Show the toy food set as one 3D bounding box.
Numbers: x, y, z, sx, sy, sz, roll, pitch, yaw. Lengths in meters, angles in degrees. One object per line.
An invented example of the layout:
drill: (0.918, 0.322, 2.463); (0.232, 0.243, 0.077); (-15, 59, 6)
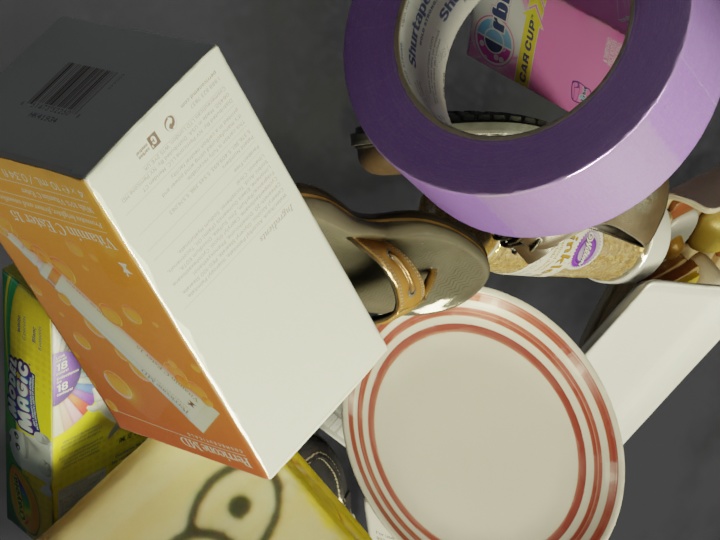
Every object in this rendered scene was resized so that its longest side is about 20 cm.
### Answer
toy food set: (0.237, -0.003, 1.891); (0.143, 0.060, 0.200); (-26, 152, -39)

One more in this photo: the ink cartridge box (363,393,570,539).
ink cartridge box: (0.077, 0.175, 1.813); (0.146, 0.084, 0.200); (-54, 151, -36)

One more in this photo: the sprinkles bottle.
sprinkles bottle: (0.116, -0.028, 1.734); (0.200, 0.068, 0.068); (3, 114, -54)

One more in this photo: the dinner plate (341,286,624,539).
dinner plate: (0.073, 0.104, 1.704); (0.200, 0.200, 0.024); (-30, 174, -36)

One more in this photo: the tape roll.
tape roll: (0.094, -0.122, 1.499); (0.200, 0.200, 0.066); (-55, 148, -4)

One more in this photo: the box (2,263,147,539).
box: (-0.134, 0.045, 1.483); (0.117, 0.048, 0.200); (-28, 140, -36)

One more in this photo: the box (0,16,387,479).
box: (-0.095, -0.011, 1.356); (0.098, 0.124, 0.200); (-47, 127, -25)

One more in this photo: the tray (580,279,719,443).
tray: (0.172, 0.067, 1.865); (0.107, 0.022, 0.200); (5, 137, -38)

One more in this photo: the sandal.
sandal: (0.000, 0.000, 1.577); (0.082, 0.055, 0.200); (-36, 148, 24)

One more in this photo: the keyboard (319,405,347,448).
keyboard: (-0.026, 0.058, 1.671); (0.056, 0.011, 0.200); (-55, 147, -4)

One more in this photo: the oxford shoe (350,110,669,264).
oxford shoe: (0.088, -0.048, 1.602); (0.199, 0.073, 0.085); (8, 90, -17)

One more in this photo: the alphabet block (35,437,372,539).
alphabet block: (-0.074, 0.209, 1.504); (0.200, 0.195, 0.196); (-41, 163, -1)

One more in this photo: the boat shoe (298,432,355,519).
boat shoe: (-0.018, 0.174, 1.732); (0.073, 0.063, 0.200); (-40, 144, -25)

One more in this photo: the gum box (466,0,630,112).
gum box: (0.174, -0.157, 1.656); (0.200, 0.113, 0.066); (-23, 134, -42)
